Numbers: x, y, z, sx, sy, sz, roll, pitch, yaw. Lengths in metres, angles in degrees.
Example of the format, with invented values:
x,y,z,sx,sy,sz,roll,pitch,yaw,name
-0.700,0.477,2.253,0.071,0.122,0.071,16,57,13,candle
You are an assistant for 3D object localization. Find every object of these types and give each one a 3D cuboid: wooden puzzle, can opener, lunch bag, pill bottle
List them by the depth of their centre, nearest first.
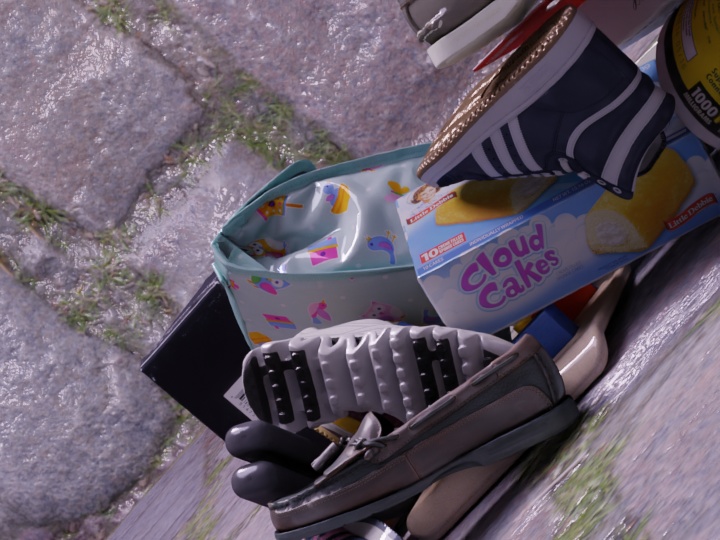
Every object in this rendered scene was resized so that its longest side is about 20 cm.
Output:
x,y,z,sx,sy,sz,roll,pitch,yaw,name
0.272,-0.157,1.442,0.112,0.112,0.200,-52,5,-36,pill bottle
-0.018,0.132,1.565,0.067,0.053,0.200,-15,-18,18,can opener
0.099,0.073,1.609,0.185,0.046,0.200,-47,5,19,wooden puzzle
0.000,0.000,1.745,0.200,0.122,0.170,-12,-29,2,lunch bag

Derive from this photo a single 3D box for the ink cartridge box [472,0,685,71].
x,y,z,sx,sy,sz,roll,pitch,yaw,name
0.181,-0.183,1.493,0.173,0.044,0.200,-34,-4,-30,ink cartridge box

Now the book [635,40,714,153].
x,y,z,sx,sy,sz,roll,pitch,yaw,name
0.202,-0.092,1.689,0.200,0.048,0.134,-48,-27,20,book

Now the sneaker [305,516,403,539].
x,y,z,sx,sy,sz,roll,pitch,yaw,name
-0.015,0.200,1.503,0.082,0.070,0.200,-47,3,-14,sneaker

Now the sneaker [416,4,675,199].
x,y,z,sx,sy,sz,roll,pitch,yaw,name
0.118,-0.080,1.512,0.070,0.108,0.200,-60,10,-33,sneaker

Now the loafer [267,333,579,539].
x,y,z,sx,sy,sz,roll,pitch,yaw,name
0.031,0.101,1.470,0.200,0.063,0.072,-23,4,3,loafer

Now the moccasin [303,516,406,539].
x,y,z,sx,sy,sz,roll,pitch,yaw,name
-0.019,0.175,1.687,0.074,0.078,0.201,-48,4,39,moccasin

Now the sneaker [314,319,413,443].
x,y,z,sx,sy,sz,roll,pitch,yaw,name
0.029,0.082,1.699,0.090,0.075,0.200,-61,-16,8,sneaker

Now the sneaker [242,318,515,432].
x,y,z,sx,sy,sz,roll,pitch,yaw,name
0.026,0.060,1.545,0.200,0.075,0.081,2,19,25,sneaker

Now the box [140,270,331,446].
x,y,z,sx,sy,sz,roll,pitch,yaw,name
-0.058,0.071,2.126,0.123,0.200,0.198,-47,5,25,box

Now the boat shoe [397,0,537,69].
x,y,z,sx,sy,sz,roll,pitch,yaw,name
0.113,-0.202,1.463,0.202,0.060,0.072,-35,-6,8,boat shoe

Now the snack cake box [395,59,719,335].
x,y,z,sx,sy,sz,roll,pitch,yaw,name
0.129,-0.044,1.573,0.200,0.067,0.115,-29,29,8,snack cake box
